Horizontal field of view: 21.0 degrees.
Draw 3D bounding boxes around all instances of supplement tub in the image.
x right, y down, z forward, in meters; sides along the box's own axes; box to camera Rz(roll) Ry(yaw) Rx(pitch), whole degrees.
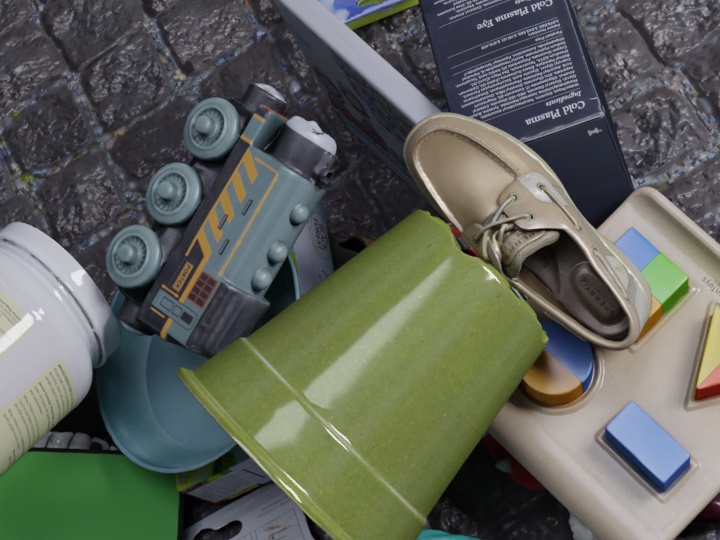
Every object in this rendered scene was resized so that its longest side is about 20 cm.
[{"bbox_3d":[-0.284,0.074,1.395,0.145,0.146,0.200,30,60,31],"label":"supplement tub"}]

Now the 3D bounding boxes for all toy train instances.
[{"bbox_3d":[-0.094,-0.031,1.370,0.114,0.085,0.201,33,93,31],"label":"toy train"}]

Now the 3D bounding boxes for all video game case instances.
[{"bbox_3d":[0.022,-0.113,1.455,0.024,0.182,0.200,-41,57,-6],"label":"video game case"}]

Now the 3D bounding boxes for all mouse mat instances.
[{"bbox_3d":[-0.208,0.217,1.396,0.159,0.008,0.201,3,57,-4],"label":"mouse mat"}]

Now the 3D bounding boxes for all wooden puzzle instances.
[{"bbox_3d":[0.187,0.066,1.301,0.200,0.046,0.185,-45,71,-4],"label":"wooden puzzle"}]

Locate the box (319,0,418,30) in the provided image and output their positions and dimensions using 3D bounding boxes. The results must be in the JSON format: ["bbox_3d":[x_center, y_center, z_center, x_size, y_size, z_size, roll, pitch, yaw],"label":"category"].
[{"bbox_3d":[0.003,-0.284,1.633,0.121,0.048,0.201,-20,58,11],"label":"box"}]

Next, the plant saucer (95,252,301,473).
[{"bbox_3d":[-0.111,0.054,1.422,0.199,0.036,0.202,-17,62,35],"label":"plant saucer"}]

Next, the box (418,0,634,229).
[{"bbox_3d":[0.125,-0.117,1.407,0.103,0.200,0.183,-20,58,9],"label":"box"}]

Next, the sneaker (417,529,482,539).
[{"bbox_3d":[0.032,0.244,1.300,0.120,0.084,0.200,22,45,32],"label":"sneaker"}]

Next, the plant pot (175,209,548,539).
[{"bbox_3d":[0.017,0.069,1.258,0.190,0.200,0.200,-45,57,-3],"label":"plant pot"}]

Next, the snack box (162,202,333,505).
[{"bbox_3d":[-0.081,0.056,1.457,0.142,0.053,0.201,-27,57,28],"label":"snack box"}]

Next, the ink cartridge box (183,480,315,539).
[{"bbox_3d":[-0.084,0.262,1.390,0.162,0.057,0.200,-29,38,5],"label":"ink cartridge box"}]

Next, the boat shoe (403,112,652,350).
[{"bbox_3d":[0.107,-0.025,1.258,0.200,0.065,0.072,44,108,1],"label":"boat shoe"}]

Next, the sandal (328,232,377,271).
[{"bbox_3d":[0.000,0.000,1.479,0.199,0.055,0.082,19,71,28],"label":"sandal"}]

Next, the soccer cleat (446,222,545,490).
[{"bbox_3d":[0.105,0.058,1.395,0.068,0.085,0.201,-27,83,28],"label":"soccer cleat"}]

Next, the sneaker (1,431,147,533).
[{"bbox_3d":[-0.240,0.162,1.479,0.199,0.081,0.075,23,59,9],"label":"sneaker"}]

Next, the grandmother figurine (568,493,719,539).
[{"bbox_3d":[0.224,0.123,1.329,0.199,0.061,0.121,-37,48,-4],"label":"grandmother figurine"}]
